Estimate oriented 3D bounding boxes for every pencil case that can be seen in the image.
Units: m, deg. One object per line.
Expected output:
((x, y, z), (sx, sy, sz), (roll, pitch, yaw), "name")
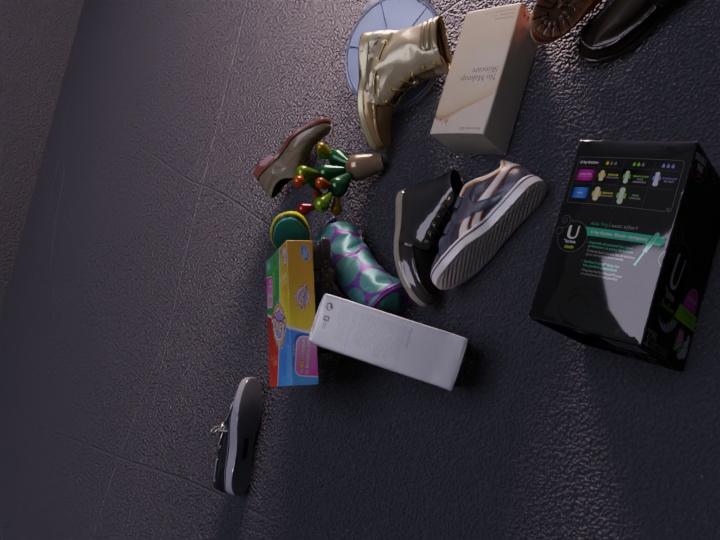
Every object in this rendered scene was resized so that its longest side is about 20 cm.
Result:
((0.000, 0.000, 0.933), (0.092, 0.086, 0.200), (-33, 49, -7), "pencil case")

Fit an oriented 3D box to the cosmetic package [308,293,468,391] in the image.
((0.041, 0.096, 0.786), (0.197, 0.102, 0.075), (18, 86, 13), "cosmetic package")

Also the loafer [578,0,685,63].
((0.359, -0.353, 0.741), (0.199, 0.071, 0.074), (-40, 51, 25), "loafer")

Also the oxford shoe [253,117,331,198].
((-0.124, -0.222, 1.162), (0.199, 0.070, 0.075), (-37, 79, 26), "oxford shoe")

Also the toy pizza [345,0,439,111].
((0.062, -0.382, 1.034), (0.197, 0.032, 0.204), (1, 91, 30), "toy pizza")

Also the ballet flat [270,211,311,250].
((-0.112, -0.051, 0.997), (0.066, 0.201, 0.068), (-10, 56, 2), "ballet flat")

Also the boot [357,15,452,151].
((0.075, -0.308, 0.972), (0.153, 0.072, 0.204), (-2, 87, 28), "boot")

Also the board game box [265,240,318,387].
((-0.106, 0.071, 0.878), (0.153, 0.040, 0.204), (150, 119, -67), "board game box")

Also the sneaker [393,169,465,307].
((0.108, -0.053, 0.857), (0.105, 0.074, 0.203), (-25, 58, 37), "sneaker")

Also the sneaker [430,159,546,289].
((0.162, -0.065, 0.814), (0.200, 0.078, 0.080), (-45, 53, 6), "sneaker")

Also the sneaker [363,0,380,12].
((0.034, -0.532, 1.110), (0.199, 0.075, 0.116), (36, 97, 41), "sneaker")

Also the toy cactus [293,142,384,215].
((-0.037, -0.163, 1.024), (0.162, 0.104, 0.201), (-11, 29, 9), "toy cactus")

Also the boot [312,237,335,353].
((-0.075, 0.045, 0.941), (0.199, 0.068, 0.177), (-26, 73, 60), "boot")

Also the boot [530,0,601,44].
((0.308, -0.392, 0.790), (0.200, 0.107, 0.075), (-42, 88, 13), "boot")

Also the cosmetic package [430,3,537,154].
((0.188, -0.282, 0.874), (0.103, 0.073, 0.203), (11, 81, 44), "cosmetic package")

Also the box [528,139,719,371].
((0.290, -0.017, 0.623), (0.123, 0.147, 0.203), (13, 83, 45), "box")

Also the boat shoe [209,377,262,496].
((-0.225, 0.291, 1.043), (0.067, 0.073, 0.203), (2, 84, 28), "boat shoe")
